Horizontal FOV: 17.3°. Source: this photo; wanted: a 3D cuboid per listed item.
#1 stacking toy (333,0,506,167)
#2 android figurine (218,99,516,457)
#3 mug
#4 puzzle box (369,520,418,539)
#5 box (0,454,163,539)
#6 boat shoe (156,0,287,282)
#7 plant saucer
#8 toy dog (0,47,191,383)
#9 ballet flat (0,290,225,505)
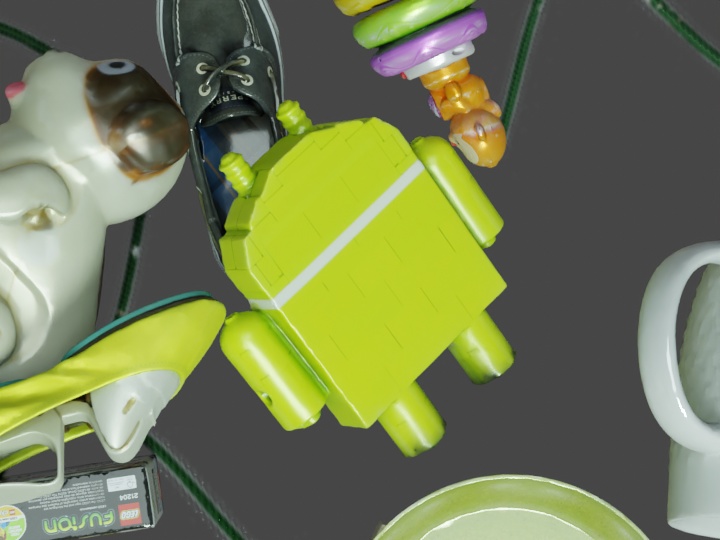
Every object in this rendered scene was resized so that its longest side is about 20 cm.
[{"bbox_3d":[0.031,-0.148,1.316,0.109,0.116,0.201,-24,95,-4],"label":"stacking toy"},{"bbox_3d":[0.000,0.000,1.304,0.182,0.041,0.200,-46,109,-21],"label":"android figurine"},{"bbox_3d":[0.226,0.052,1.276,0.199,0.147,0.176,14,76,-36],"label":"mug"},{"bbox_3d":[0.071,0.244,1.339,0.199,0.025,0.133,25,88,-1],"label":"puzzle box"},{"bbox_3d":[-0.210,0.134,1.293,0.199,0.110,0.035,-8,89,-1],"label":"box"},{"bbox_3d":[-0.071,-0.091,1.331,0.068,0.057,0.201,-12,89,-2],"label":"boat shoe"},{"bbox_3d":[0.083,0.213,1.313,0.199,0.031,0.201,0,88,-1],"label":"plant saucer"},{"bbox_3d":[-0.173,-0.027,1.288,0.194,0.140,0.200,34,87,-9],"label":"toy dog"},{"bbox_3d":[-0.154,0.078,1.235,0.199,0.067,0.067,-22,64,-10],"label":"ballet flat"}]
